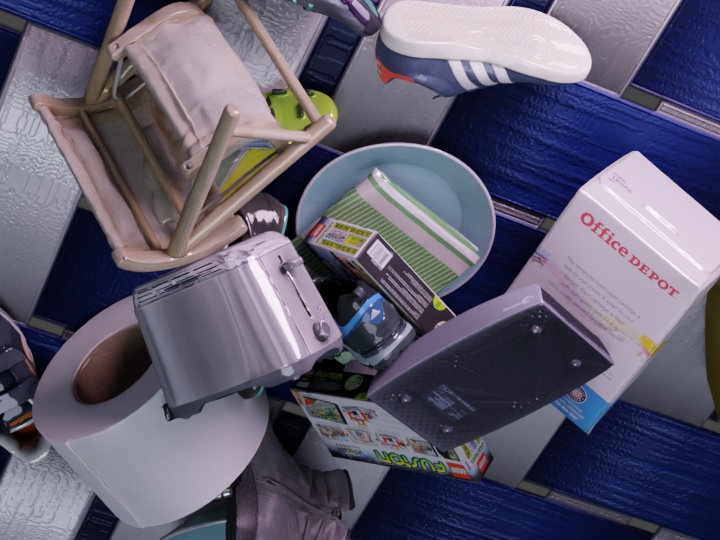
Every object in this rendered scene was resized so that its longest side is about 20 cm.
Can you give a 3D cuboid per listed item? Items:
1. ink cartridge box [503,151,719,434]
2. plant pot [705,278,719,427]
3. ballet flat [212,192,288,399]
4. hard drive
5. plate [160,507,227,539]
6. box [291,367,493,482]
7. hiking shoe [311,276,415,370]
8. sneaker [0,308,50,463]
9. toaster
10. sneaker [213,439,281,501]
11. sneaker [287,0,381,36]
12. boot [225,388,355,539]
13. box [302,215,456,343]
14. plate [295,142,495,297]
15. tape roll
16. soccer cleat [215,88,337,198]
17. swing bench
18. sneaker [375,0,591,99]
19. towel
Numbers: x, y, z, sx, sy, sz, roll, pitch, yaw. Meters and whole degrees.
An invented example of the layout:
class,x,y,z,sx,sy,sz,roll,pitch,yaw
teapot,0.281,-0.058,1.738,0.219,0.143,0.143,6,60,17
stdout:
class,x,y,z,sx,sy,sz,roll,pitch,yaw
ink cartridge box,0.239,0.018,1.636,0.147,0.144,0.200,41,123,10
plant pot,0.437,0.059,1.679,0.198,0.200,0.178,-12,116,9
ballet flat,-0.120,0.022,1.662,0.068,0.202,0.068,10,172,-31
hard drive,0.117,0.089,1.576,0.199,0.043,0.135,-30,132,27
plate,-0.128,0.285,1.894,0.198,0.026,0.200,-8,161,-3
box,0.031,0.159,1.772,0.199,0.035,0.110,5,138,40
hiking shoe,-0.026,0.037,1.632,0.199,0.074,0.087,1,130,56
sneaker,-0.370,0.116,1.775,0.078,0.080,0.201,-28,127,-3
toaster,-0.122,0.049,1.560,0.199,0.113,0.130,-21,93,32
sneaker,-0.185,0.196,1.849,0.198,0.078,0.091,-9,118,2
sneaker,-0.072,-0.263,1.491,0.087,0.075,0.200,-42,108,15
boot,-0.074,0.210,1.803,0.131,0.202,0.070,6,157,-16
box,0.040,0.032,1.642,0.035,0.110,0.200,-50,117,-12
plate,0.034,-0.049,1.690,0.198,0.026,0.201,1,127,1
tape roll,-0.210,0.137,1.723,0.202,0.203,0.139,-24,125,18
soccer cleat,-0.108,-0.114,1.630,0.199,0.065,0.084,-25,154,13
swing bench,-0.162,-0.136,1.495,0.129,0.200,0.200,1,140,-49
sneaker,0.108,-0.191,1.559,0.198,0.075,0.085,9,143,-9
towel,0.000,0.000,1.700,0.152,0.023,0.200,37,121,-23
